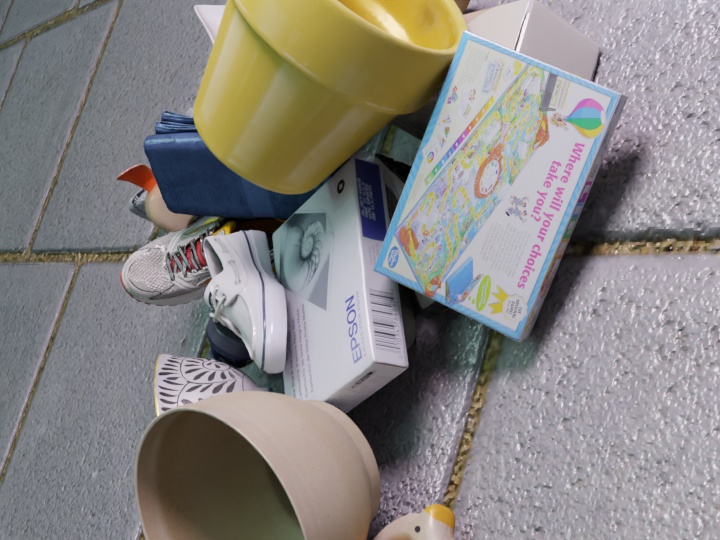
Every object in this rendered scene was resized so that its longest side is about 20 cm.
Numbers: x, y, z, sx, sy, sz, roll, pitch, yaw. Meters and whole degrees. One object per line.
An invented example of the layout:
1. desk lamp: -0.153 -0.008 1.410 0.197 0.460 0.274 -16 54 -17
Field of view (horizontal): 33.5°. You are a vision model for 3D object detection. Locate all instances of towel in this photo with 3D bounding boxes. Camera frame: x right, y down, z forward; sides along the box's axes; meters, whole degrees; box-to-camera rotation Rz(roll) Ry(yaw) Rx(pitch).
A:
1. towel: -0.106 -0.098 1.172 0.197 0.113 0.049 4 45 15

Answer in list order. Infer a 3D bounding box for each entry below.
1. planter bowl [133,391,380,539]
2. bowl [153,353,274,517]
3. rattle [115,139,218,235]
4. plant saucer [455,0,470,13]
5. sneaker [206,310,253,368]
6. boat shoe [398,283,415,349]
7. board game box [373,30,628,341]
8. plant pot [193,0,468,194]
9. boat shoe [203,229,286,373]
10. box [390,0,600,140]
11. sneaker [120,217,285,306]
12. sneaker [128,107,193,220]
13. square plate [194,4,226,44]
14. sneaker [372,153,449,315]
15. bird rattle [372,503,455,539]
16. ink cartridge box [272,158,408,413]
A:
1. planter bowl: -0.068 0.183 0.964 0.198 0.134 0.203 16 115 37
2. bowl: -0.116 0.163 1.112 0.093 0.202 0.202 -16 45 2
3. rattle: -0.200 -0.086 1.337 0.131 0.198 0.143 -56 33 15
4. plant saucer: 0.017 -0.233 1.151 0.199 0.198 0.036 -20 80 49
5. sneaker: -0.122 0.074 1.191 0.083 0.070 0.200 -59 -1 8
6. boat shoe: 0.001 0.001 1.108 0.071 0.070 0.203 -35 45 34
7. board game box: 0.106 -0.066 0.929 0.133 0.034 0.202 26 103 19
8. plant pot: -0.042 -0.174 0.991 0.189 0.199 0.202 -52 34 30
9. boat shoe: -0.110 0.029 1.091 0.201 0.066 0.075 -114 27 -61
10. box: 0.103 -0.168 1.049 0.199 0.094 0.079 2 70 54
11. sneaker: -0.154 -0.024 1.238 0.082 0.197 0.079 90 159 -76
12. sneaker: -0.216 -0.132 1.514 0.198 0.075 0.117 -18 54 43
13. square plate: -0.065 -0.229 1.264 0.201 0.195 0.029 -117 31 -51
14. sneaker: 0.045 -0.039 1.070 0.080 0.073 0.201 -57 33 22
15. bird rattle: 0.029 0.268 0.901 0.201 0.111 0.165 -53 20 42
16. ink cartridge box: -0.037 0.035 1.063 0.200 0.040 0.202 -43 45 45
